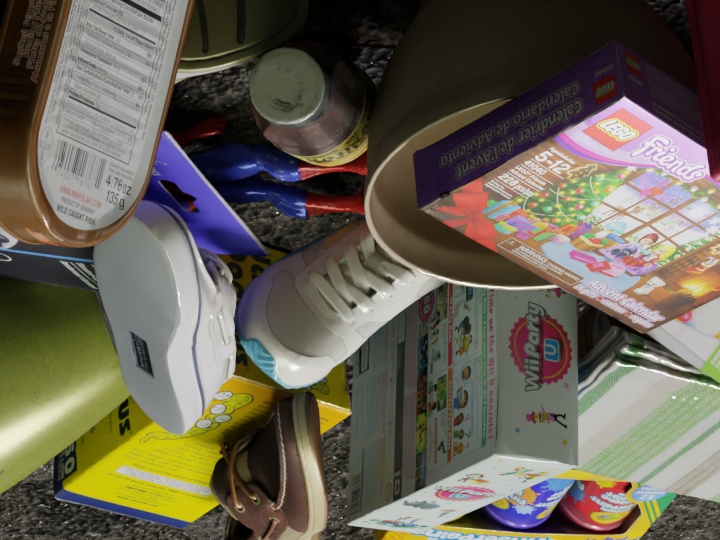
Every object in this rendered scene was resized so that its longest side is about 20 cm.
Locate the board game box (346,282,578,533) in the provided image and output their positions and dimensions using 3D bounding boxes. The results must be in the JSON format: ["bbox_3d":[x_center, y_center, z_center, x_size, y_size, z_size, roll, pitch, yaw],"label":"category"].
[{"bbox_3d":[0.064,0.077,1.664,0.064,0.148,0.200,11,159,-24],"label":"board game box"}]

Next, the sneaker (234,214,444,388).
[{"bbox_3d":[0.000,0.000,1.563,0.200,0.077,0.081,-38,177,-44],"label":"sneaker"}]

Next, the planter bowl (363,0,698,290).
[{"bbox_3d":[0.097,-0.097,1.429,0.199,0.135,0.200,-3,149,-2],"label":"planter bowl"}]

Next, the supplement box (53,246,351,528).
[{"bbox_3d":[-0.110,0.076,1.711,0.109,0.109,0.200,18,142,-34],"label":"supplement box"}]

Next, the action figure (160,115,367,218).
[{"bbox_3d":[-0.090,-0.058,1.551,0.199,0.052,0.066,-3,144,6],"label":"action figure"}]

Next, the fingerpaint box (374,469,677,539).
[{"bbox_3d":[0.126,0.148,1.899,0.199,0.074,0.167,6,147,-17],"label":"fingerpaint box"}]

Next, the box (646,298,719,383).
[{"bbox_3d":[0.214,-0.018,1.539,0.200,0.041,0.156,34,130,3],"label":"box"}]

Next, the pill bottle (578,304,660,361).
[{"bbox_3d":[0.223,0.023,1.666,0.114,0.115,0.200,9,146,-22],"label":"pill bottle"}]

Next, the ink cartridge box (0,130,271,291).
[{"bbox_3d":[-0.174,-0.036,1.487,0.199,0.044,0.198,6,162,19],"label":"ink cartridge box"}]

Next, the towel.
[{"bbox_3d":[0.211,0.098,1.657,0.199,0.031,0.149,15,147,-23],"label":"towel"}]

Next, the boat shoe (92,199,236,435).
[{"bbox_3d":[-0.106,0.015,1.485,0.065,0.073,0.200,-43,159,-26],"label":"boat shoe"}]

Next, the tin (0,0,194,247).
[{"bbox_3d":[-0.137,-0.110,1.318,0.042,0.201,0.112,9,172,28],"label":"tin"}]

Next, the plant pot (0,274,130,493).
[{"bbox_3d":[-0.251,0.067,1.634,0.199,0.188,0.187,-20,148,0],"label":"plant pot"}]

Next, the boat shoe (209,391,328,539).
[{"bbox_3d":[-0.061,0.139,1.652,0.072,0.072,0.200,-3,156,-7],"label":"boat shoe"}]

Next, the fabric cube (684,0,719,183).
[{"bbox_3d":[0.303,-0.135,1.338,0.199,0.197,0.200,-27,144,35],"label":"fabric cube"}]

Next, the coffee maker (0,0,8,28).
[{"bbox_3d":[-0.275,-0.113,1.343,0.199,0.193,0.135,-3,144,34],"label":"coffee maker"}]

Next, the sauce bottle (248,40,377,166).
[{"bbox_3d":[-0.028,-0.092,1.406,0.066,0.066,0.200,-9,180,7],"label":"sauce bottle"}]

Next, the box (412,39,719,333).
[{"bbox_3d":[0.143,-0.039,1.363,0.137,0.039,0.200,-29,142,33],"label":"box"}]

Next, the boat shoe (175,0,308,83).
[{"bbox_3d":[-0.127,-0.131,1.412,0.199,0.075,0.068,-10,173,-1],"label":"boat shoe"}]
